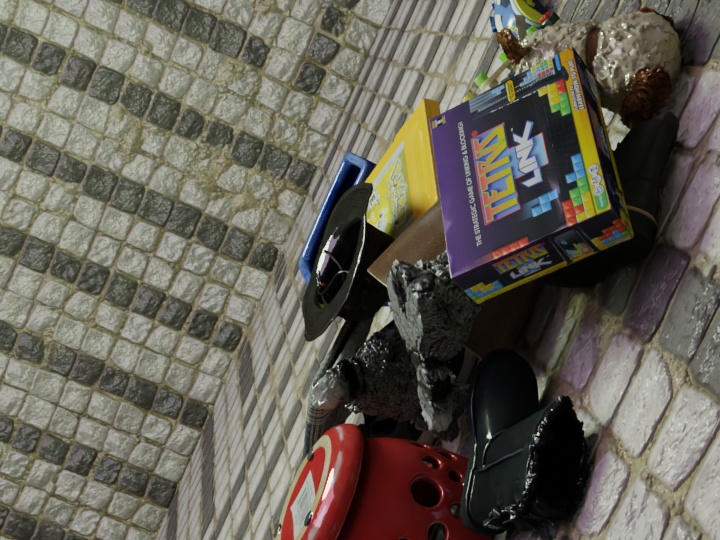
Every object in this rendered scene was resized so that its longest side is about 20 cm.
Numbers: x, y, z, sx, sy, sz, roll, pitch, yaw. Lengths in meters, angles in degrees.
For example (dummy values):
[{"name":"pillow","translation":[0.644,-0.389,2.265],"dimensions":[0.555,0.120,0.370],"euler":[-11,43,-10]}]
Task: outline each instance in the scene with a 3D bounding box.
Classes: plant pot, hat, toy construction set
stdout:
[{"name":"plant pot","translation":[0.139,-0.024,1.350],"dimensions":[0.201,0.186,0.187],"euler":[-53,12,2]},{"name":"plant pot","translation":[0.030,-0.046,1.824],"dimensions":[0.200,0.178,0.202],"euler":[-126,59,-77]},{"name":"hat","translation":[0.000,0.000,1.461],"dimensions":[0.200,0.080,0.203],"euler":[-159,90,-75]},{"name":"plant pot","translation":[0.020,0.265,1.273],"dimensions":[0.202,0.181,0.201],"euler":[-59,13,23]},{"name":"toy construction set","translation":[0.218,-0.261,1.597],"dimensions":[0.131,0.092,0.200],"euler":[-44,15,-13]}]

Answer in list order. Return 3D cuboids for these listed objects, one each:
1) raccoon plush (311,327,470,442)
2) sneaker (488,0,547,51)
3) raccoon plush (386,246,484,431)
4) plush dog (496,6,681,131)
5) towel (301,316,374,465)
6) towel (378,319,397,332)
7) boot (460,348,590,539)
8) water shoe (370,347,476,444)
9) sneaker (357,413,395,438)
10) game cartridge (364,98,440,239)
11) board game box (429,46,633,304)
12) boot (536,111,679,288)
[{"name":"raccoon plush","translation":[0.039,0.153,1.364],"dimensions":[0.200,0.133,0.098],"euler":[-35,-28,-53]},{"name":"sneaker","translation":[0.229,-0.388,1.846],"dimensions":[0.201,0.073,0.083],"euler":[-85,20,-60]},{"name":"raccoon plush","translation":[0.106,0.046,1.238],"dimensions":[0.097,0.132,0.202],"euler":[-136,35,-59]},{"name":"plush dog","translation":[0.246,-0.211,1.259],"dimensions":[0.170,0.161,0.202],"euler":[-12,44,30]},{"name":"towel","translation":[-0.026,0.155,1.517],"dimensions":[0.201,0.034,0.194],"euler":[-62,-16,-51]},{"name":"towel","translation":[0.078,0.063,1.550],"dimensions":[0.111,0.049,0.200],"euler":[-39,-1,28]},{"name":"boot","translation":[0.154,0.152,1.140],"dimensions":[0.162,0.072,0.201],"euler":[133,151,-64]},{"name":"water shoe","translation":[0.077,0.140,1.496],"dimensions":[0.072,0.078,0.202],"euler":[-113,47,-74]},{"name":"sneaker","translation":[0.015,0.248,1.569],"dimensions":[0.072,0.079,0.201],"euler":[-56,16,41]},{"name":"game cartridge","translation":[0.052,-0.085,1.525],"dimensions":[0.200,0.032,0.178],"euler":[125,148,-47]},{"name":"board game box","translation":[0.155,-0.091,1.153],"dimensions":[0.164,0.057,0.202],"euler":[-24,50,23]},{"name":"boot","translation":[0.237,-0.066,1.211],"dimensions":[0.199,0.077,0.140],"euler":[-18,44,58]}]
